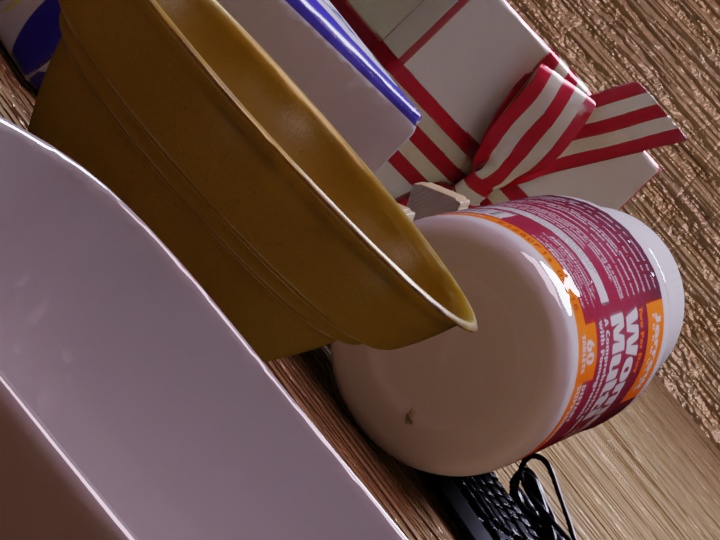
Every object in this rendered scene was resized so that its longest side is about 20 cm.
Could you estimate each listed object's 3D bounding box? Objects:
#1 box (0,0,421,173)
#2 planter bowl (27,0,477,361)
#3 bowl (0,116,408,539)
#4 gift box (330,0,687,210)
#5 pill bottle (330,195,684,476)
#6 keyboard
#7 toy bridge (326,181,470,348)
[{"bbox_3d":[-0.093,-0.129,1.142,0.184,0.105,0.200,40,11,-48],"label":"box"},{"bbox_3d":[-0.055,-0.029,0.894,0.200,0.083,0.200,48,7,-8],"label":"planter bowl"},{"bbox_3d":[-0.047,0.058,0.478,0.200,0.075,0.200,50,7,14],"label":"bowl"},{"bbox_3d":[0.053,-0.071,1.438,0.200,0.185,0.187,38,8,-27],"label":"gift box"},{"bbox_3d":[0.073,0.023,1.145,0.110,0.110,0.200,50,21,12],"label":"pill bottle"},{"bbox_3d":[0.064,0.097,1.150,0.104,0.040,0.200,41,10,-43],"label":"keyboard"},{"bbox_3d":[0.000,0.000,1.141,0.027,0.067,0.200,22,11,17],"label":"toy bridge"}]
